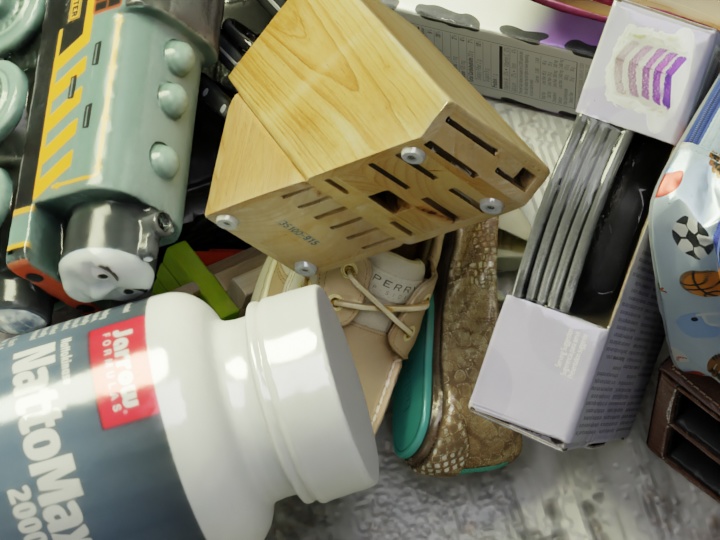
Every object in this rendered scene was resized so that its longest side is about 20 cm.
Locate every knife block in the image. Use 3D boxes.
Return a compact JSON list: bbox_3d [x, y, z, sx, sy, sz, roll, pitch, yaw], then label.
[{"bbox_3d":[0.001,-0.094,1.188,0.200,0.064,0.176,-18,51,45],"label":"knife block"}]

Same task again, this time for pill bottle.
[{"bbox_3d":[-0.100,0.075,1.158,0.200,0.120,0.120,-17,65,6],"label":"pill bottle"}]

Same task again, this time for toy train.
[{"bbox_3d":[-0.122,-0.068,1.203,0.114,0.085,0.200,-15,55,34],"label":"toy train"}]

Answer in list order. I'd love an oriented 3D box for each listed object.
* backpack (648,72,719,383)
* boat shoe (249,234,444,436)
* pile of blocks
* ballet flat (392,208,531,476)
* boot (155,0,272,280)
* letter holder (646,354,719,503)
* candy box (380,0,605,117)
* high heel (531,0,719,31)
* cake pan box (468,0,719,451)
[{"bbox_3d":[0.213,-0.021,1.113,0.154,0.200,0.191,30,66,24],"label":"backpack"},{"bbox_3d":[0.000,0.000,1.230,0.074,0.069,0.200,19,71,-29],"label":"boat shoe"},{"bbox_3d":[-0.116,0.036,1.264,0.200,0.082,0.062,-35,68,-12],"label":"pile of blocks"},{"bbox_3d":[0.051,0.006,1.286,0.065,0.071,0.200,12,66,-21],"label":"ballet flat"},{"bbox_3d":[-0.112,-0.079,1.317,0.211,0.079,0.158,-14,70,-12],"label":"boot"},{"bbox_3d":[0.249,0.035,1.231,0.142,0.101,0.200,38,73,17],"label":"letter holder"},{"bbox_3d":[0.102,-0.168,1.350,0.200,0.072,0.168,14,67,10],"label":"candy box"},{"bbox_3d":[0.142,-0.125,1.214,0.096,0.067,0.200,-24,43,-37],"label":"high heel"},{"bbox_3d":[0.114,-0.015,1.179,0.052,0.200,0.184,19,93,13],"label":"cake pan box"}]
